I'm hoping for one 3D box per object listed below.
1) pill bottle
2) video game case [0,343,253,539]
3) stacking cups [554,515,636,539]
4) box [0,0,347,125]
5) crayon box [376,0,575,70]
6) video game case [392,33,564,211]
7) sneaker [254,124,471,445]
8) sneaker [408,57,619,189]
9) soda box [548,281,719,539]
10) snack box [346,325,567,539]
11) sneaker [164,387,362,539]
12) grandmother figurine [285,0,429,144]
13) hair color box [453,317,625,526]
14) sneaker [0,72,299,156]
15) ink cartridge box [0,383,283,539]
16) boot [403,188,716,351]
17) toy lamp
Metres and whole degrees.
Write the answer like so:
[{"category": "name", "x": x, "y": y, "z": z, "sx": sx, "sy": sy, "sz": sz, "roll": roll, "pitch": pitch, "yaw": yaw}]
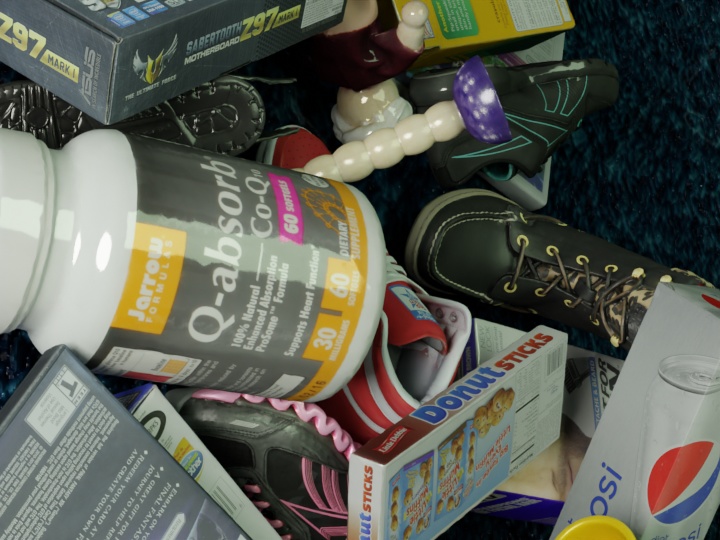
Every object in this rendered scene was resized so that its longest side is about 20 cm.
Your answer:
[{"category": "pill bottle", "x": -0.096, "y": -0.004, "z": 0.752, "sx": 0.198, "sy": 0.116, "sz": 0.117, "roll": 11, "pitch": 67, "yaw": -30}, {"category": "video game case", "x": -0.106, "y": 0.152, "z": 0.687, "sx": 0.200, "sy": 0.019, "sz": 0.143, "roll": 50, "pitch": 48, "yaw": -22}, {"category": "stacking cups", "x": 0.178, "y": 0.215, "z": 0.925, "sx": 0.200, "sy": 0.060, "sz": 0.061, "roll": 46, "pitch": 45, "yaw": -43}, {"category": "box", "x": -0.121, "y": -0.158, "z": 0.813, "sx": 0.157, "sy": 0.051, "sz": 0.200, "roll": 31, "pitch": 37, "yaw": 23}, {"category": "crayon box", "x": 0.056, "y": -0.208, "z": 1.049, "sx": 0.199, "sy": 0.051, "sz": 0.127, "roll": -17, "pitch": 88, "yaw": -50}, {"category": "video game case", "x": 0.073, "y": -0.166, "z": 1.107, "sx": 0.199, "sy": 0.023, "sz": 0.184, "roll": 34, "pitch": 53, "yaw": -35}, {"category": "sneaker", "x": 0.000, "y": 0.000, "z": 0.894, "sx": 0.071, "sy": 0.112, "sz": 0.202, "roll": -6, "pitch": 79, "yaw": -38}, {"category": "sneaker", "x": 0.108, "y": -0.104, "z": 1.063, "sx": 0.199, "sy": 0.075, "sz": 0.080, "roll": -12, "pitch": 98, "yaw": -42}, {"category": "soda box", "x": 0.187, "y": 0.112, "z": 0.952, "sx": 0.063, "sy": 0.068, "sz": 0.202, "roll": 8, "pitch": 110, "yaw": -39}, {"category": "snack box", "x": 0.059, "y": 0.098, "z": 0.867, "sx": 0.199, "sy": 0.024, "sz": 0.073, "roll": -28, "pitch": 127, "yaw": -50}, {"category": "sneaker", "x": -0.035, "y": 0.133, "z": 0.848, "sx": 0.199, "sy": 0.079, "sz": 0.096, "roll": 35, "pitch": 63, "yaw": -31}, {"category": "grandmother figurine", "x": -0.009, "y": -0.154, "z": 0.941, "sx": 0.061, "sy": 0.121, "sz": 0.201, "roll": -47, "pitch": 137, "yaw": -31}, {"category": "hair color box", "x": 0.122, "y": 0.107, "z": 1.022, "sx": 0.199, "sy": 0.065, "sz": 0.110, "roll": 15, "pitch": 65, "yaw": -41}, {"category": "sneaker", "x": -0.123, "y": -0.079, "z": 0.834, "sx": 0.198, "sy": 0.104, "sz": 0.061, "roll": -7, "pitch": 101, "yaw": -13}, {"category": "ink cartridge box", "x": -0.113, "y": 0.153, "z": 0.746, "sx": 0.201, "sy": 0.076, "sz": 0.137, "roll": 54, "pitch": 45, "yaw": -19}, {"category": "boot", "x": 0.138, "y": 0.008, "z": 1.008, "sx": 0.199, "sy": 0.150, "sz": 0.074, "roll": 15, "pitch": 98, "yaw": -47}, {"category": "toy lamp", "x": -0.015, "y": -0.054, "z": 0.856, "sx": 0.058, "sy": 0.199, "sz": 0.059, "roll": -23, "pitch": 90, "yaw": -86}]
